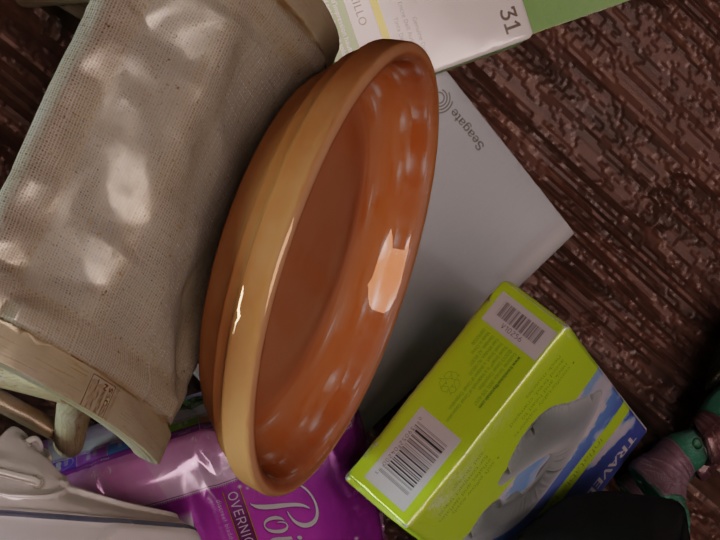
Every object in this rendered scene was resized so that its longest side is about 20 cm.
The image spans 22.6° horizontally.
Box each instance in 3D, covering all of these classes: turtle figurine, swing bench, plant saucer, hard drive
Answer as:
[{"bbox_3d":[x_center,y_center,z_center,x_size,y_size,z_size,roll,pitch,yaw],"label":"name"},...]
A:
[{"bbox_3d":[0.233,0.067,0.993,0.199,0.101,0.150,-38,150,-6],"label":"turtle figurine"},{"bbox_3d":[-0.108,-0.032,0.781,0.129,0.200,0.200,29,74,-21],"label":"swing bench"},{"bbox_3d":[-0.018,-0.004,0.774,0.037,0.200,0.202,18,97,15],"label":"plant saucer"},{"bbox_3d":[0.000,0.000,0.939,0.200,0.027,0.132,-43,110,-5],"label":"hard drive"}]

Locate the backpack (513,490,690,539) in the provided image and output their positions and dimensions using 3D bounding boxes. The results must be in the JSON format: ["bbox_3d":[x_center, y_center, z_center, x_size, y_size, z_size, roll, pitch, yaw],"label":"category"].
[{"bbox_3d":[0.093,0.231,0.884,0.152,0.163,0.202,2,118,19],"label":"backpack"}]

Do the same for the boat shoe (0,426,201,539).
[{"bbox_3d":[-0.162,0.101,0.805,0.198,0.073,0.066,12,64,-27],"label":"boat shoe"}]

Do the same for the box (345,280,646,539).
[{"bbox_3d":[0.077,0.094,0.911,0.122,0.048,0.200,-51,151,-3],"label":"box"}]

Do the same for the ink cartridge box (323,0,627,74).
[{"bbox_3d":[0.056,-0.181,0.896,0.198,0.048,0.147,-20,95,-10],"label":"ink cartridge box"}]

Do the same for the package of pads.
[{"bbox_3d":[-0.086,0.129,0.897,0.198,0.076,0.122,-17,111,-2],"label":"package of pads"}]
